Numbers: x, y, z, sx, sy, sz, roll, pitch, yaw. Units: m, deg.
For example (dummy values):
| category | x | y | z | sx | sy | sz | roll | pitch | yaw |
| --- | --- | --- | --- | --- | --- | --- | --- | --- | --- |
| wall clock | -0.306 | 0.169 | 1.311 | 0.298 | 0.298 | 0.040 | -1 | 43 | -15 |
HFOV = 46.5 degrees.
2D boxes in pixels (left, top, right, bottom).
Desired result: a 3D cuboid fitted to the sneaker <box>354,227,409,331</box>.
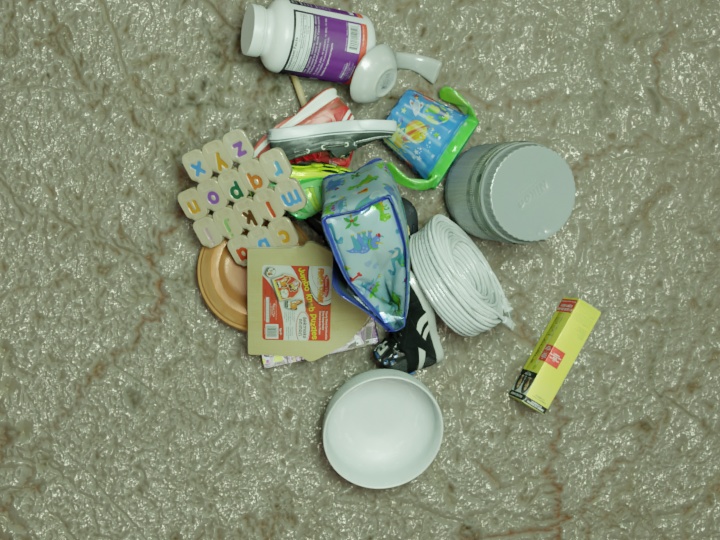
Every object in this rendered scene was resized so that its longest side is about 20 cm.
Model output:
| category | x | y | z | sx | sy | sz | roll | pitch | yaw |
| --- | --- | --- | --- | --- | --- | --- | --- | --- | --- |
| sneaker | 0.000 | 0.000 | 1.349 | 0.089 | 0.075 | 0.201 | 25 | 88 | -13 |

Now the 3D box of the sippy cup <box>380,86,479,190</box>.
| category | x | y | z | sx | sy | sz | roll | pitch | yaw |
| --- | --- | --- | --- | --- | --- | --- | --- | --- | --- |
| sippy cup | 0.105 | -0.223 | 1.375 | 0.130 | 0.178 | 0.140 | 33 | 118 | 2 |

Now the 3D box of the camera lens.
| category | x | y | z | sx | sy | sz | roll | pitch | yaw |
| --- | --- | --- | --- | --- | --- | --- | --- | --- | --- |
| camera lens | 0.236 | -0.126 | 1.351 | 0.158 | 0.200 | 0.162 | -2 | 96 | -14 |

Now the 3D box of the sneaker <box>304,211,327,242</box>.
| category | x | y | z | sx | sy | sz | roll | pitch | yaw |
| --- | --- | --- | --- | --- | --- | --- | --- | --- | --- |
| sneaker | -0.056 | -0.088 | 1.372 | 0.198 | 0.076 | 0.092 | 14 | 92 | -9 |

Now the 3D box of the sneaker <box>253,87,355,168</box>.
| category | x | y | z | sx | sy | sz | roll | pitch | yaw |
| --- | --- | --- | --- | --- | --- | --- | --- | --- | --- |
| sneaker | -0.085 | -0.186 | 1.328 | 0.200 | 0.078 | 0.116 | -41 | 88 | 5 |

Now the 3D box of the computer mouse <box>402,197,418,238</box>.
| category | x | y | z | sx | sy | sz | roll | pitch | yaw |
| --- | --- | --- | --- | --- | --- | --- | --- | --- | --- |
| computer mouse | 0.080 | -0.022 | 1.402 | 0.058 | 0.034 | 0.202 | -9 | 94 | -50 |

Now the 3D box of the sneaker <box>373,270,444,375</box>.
| category | x | y | z | sx | sy | sz | roll | pitch | yaw |
| --- | --- | --- | --- | --- | --- | --- | --- | --- | --- |
| sneaker | 0.064 | 0.098 | 1.356 | 0.111 | 0.073 | 0.201 | -29 | 125 | -11 |

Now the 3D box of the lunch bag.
| category | x | y | z | sx | sy | sz | roll | pitch | yaw |
| --- | --- | --- | --- | --- | --- | --- | --- | --- | --- |
| lunch bag | 0.017 | -0.034 | 1.208 | 0.126 | 0.170 | 0.201 | -19 | 116 | 8 |

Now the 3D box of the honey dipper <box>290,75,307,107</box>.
| category | x | y | z | sx | sy | sz | roll | pitch | yaw |
| --- | --- | --- | --- | --- | --- | --- | --- | --- | --- |
| honey dipper | -0.095 | -0.286 | 1.382 | 0.038 | 0.038 | 0.202 | -18 | 90 | -9 |

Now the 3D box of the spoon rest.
| category | x | y | z | sx | sy | sz | roll | pitch | yaw |
| --- | --- | --- | --- | --- | --- | --- | --- | --- | --- |
| spoon rest | 0.049 | -0.322 | 1.357 | 0.061 | 0.199 | 0.100 | 39 | 126 | 26 |

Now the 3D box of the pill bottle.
| category | x | y | z | sx | sy | sz | roll | pitch | yaw |
| --- | --- | --- | --- | --- | --- | --- | --- | --- | --- |
| pill bottle | -0.083 | -0.363 | 1.324 | 0.198 | 0.112 | 0.114 | 4 | 90 | -24 |

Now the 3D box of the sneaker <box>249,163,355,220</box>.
| category | x | y | z | sx | sy | sz | roll | pitch | yaw |
| --- | --- | --- | --- | --- | --- | --- | --- | --- | --- |
| sneaker | -0.075 | -0.121 | 1.299 | 0.198 | 0.074 | 0.084 | 4 | 111 | 3 |

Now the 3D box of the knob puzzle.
| category | x | y | z | sx | sy | sz | roll | pitch | yaw |
| --- | --- | --- | --- | --- | --- | --- | --- | --- | --- |
| knob puzzle | -0.076 | 0.046 | 1.309 | 0.217 | 0.030 | 0.222 | -1 | 110 | -2 |

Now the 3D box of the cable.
| category | x | y | z | sx | sy | sz | roll | pitch | yaw |
| --- | --- | --- | --- | --- | --- | --- | --- | --- | --- |
| cable | 0.156 | 0.009 | 1.354 | 0.069 | 0.199 | 0.201 | -33 | 59 | 25 |

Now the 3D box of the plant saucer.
| category | x | y | z | sx | sy | sz | roll | pitch | yaw |
| --- | --- | --- | --- | --- | --- | --- | --- | --- | --- |
| plant saucer | -0.165 | -0.002 | 1.353 | 0.198 | 0.037 | 0.202 | 1 | 80 | -8 |

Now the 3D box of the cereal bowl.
| category | x | y | z | sx | sy | sz | roll | pitch | yaw |
| --- | --- | --- | --- | --- | --- | --- | --- | --- | --- |
| cereal bowl | 0.034 | 0.249 | 1.370 | 0.198 | 0.083 | 0.202 | -2 | 108 | -5 |

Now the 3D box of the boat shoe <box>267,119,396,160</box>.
| category | x | y | z | sx | sy | sz | roll | pitch | yaw |
| --- | --- | --- | --- | --- | --- | --- | --- | --- | --- |
| boat shoe | -0.042 | -0.197 | 1.279 | 0.198 | 0.069 | 0.057 | -6 | 99 | -4 |

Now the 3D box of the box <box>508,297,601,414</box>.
| category | x | y | z | sx | sy | sz | roll | pitch | yaw |
| --- | --- | --- | --- | --- | --- | --- | --- | --- | --- |
| box | 0.333 | 0.144 | 1.439 | 0.050 | 0.075 | 0.201 | 32 | 86 | -8 |

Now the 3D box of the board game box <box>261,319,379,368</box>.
| category | x | y | z | sx | sy | sz | roll | pitch | yaw |
| --- | --- | --- | --- | --- | --- | --- | --- | --- | --- |
| board game box | -0.075 | 0.083 | 1.392 | 0.198 | 0.032 | 0.121 | -12 | 88 | -9 |

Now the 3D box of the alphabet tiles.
| category | x | y | z | sx | sy | sz | roll | pitch | yaw |
| --- | --- | --- | --- | --- | --- | --- | --- | --- | --- |
| alphabet tiles | -0.181 | -0.109 | 1.275 | 0.199 | 0.015 | 0.197 | -21 | 106 | 24 |
